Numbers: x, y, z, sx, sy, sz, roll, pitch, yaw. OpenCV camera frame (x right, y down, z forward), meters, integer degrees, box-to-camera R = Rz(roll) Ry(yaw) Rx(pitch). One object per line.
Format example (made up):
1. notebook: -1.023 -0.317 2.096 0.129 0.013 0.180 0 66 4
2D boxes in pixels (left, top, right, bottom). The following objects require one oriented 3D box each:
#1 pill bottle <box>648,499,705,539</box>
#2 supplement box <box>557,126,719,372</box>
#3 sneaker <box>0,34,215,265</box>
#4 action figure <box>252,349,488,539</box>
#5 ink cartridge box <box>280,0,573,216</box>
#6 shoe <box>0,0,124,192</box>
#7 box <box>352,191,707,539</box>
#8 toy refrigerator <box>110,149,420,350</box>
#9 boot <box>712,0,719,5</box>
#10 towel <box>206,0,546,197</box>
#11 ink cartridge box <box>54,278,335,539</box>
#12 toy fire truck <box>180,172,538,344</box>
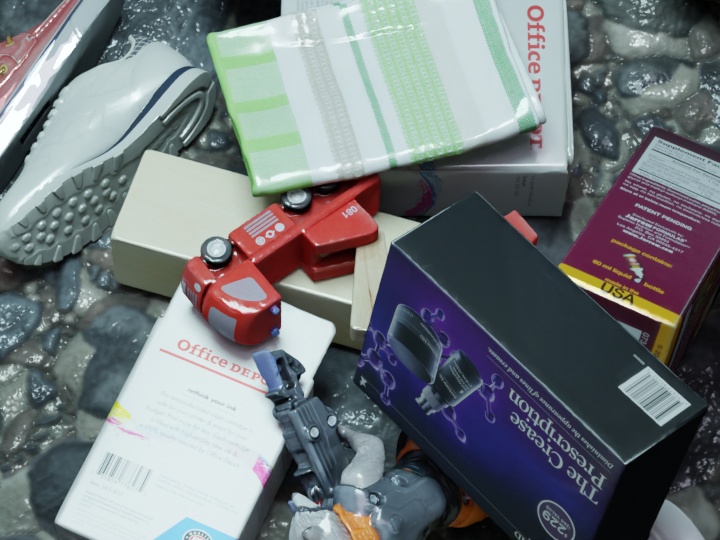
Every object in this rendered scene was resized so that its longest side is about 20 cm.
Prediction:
1. pill bottle: 0.127 0.228 1.561 0.200 0.112 0.113 -29 68 -11
2. supplement box: 0.182 0.008 1.616 0.086 0.110 0.200 24 38 11
3. sneaker: -0.192 -0.084 1.736 0.080 0.076 0.200 36 63 22
4. action figure: 0.021 0.119 1.591 0.193 0.105 0.200 -37 102 -31
5. ink cartridge box: 0.045 -0.116 1.733 0.200 0.085 0.145 0 65 2
6. shoe: -0.253 -0.142 1.757 0.091 0.071 0.200 31 74 8
7. box: 0.097 0.074 1.504 0.079 0.141 0.200 -32 63 -30
8. toy refrigerator: -0.062 -0.010 1.698 0.200 0.070 0.076 15 61 6
9. boot: 0.292 -0.258 1.814 0.166 0.072 0.200 22 52 -8
10. towel: 0.008 -0.129 1.661 0.200 0.031 0.149 -14 53 -7
11. ink cartridge box: -0.104 0.111 1.642 0.115 0.068 0.200 23 68 9
12. toy fire truck: 0.000 0.000 1.625 0.200 0.049 0.141 -35 66 -19
